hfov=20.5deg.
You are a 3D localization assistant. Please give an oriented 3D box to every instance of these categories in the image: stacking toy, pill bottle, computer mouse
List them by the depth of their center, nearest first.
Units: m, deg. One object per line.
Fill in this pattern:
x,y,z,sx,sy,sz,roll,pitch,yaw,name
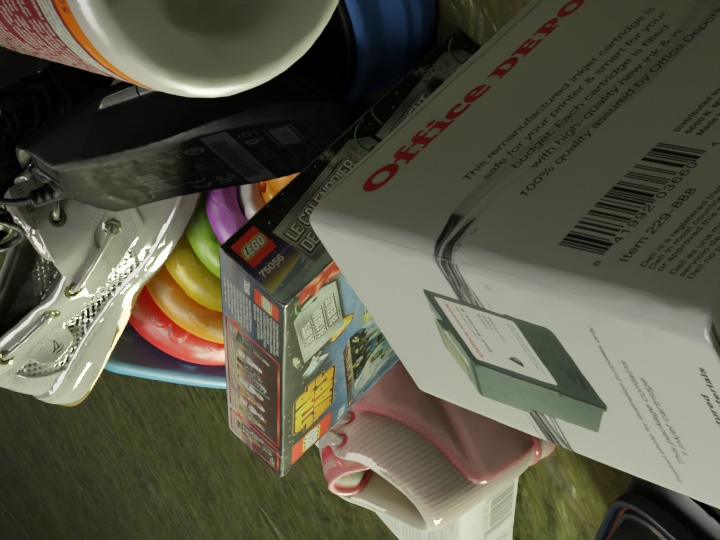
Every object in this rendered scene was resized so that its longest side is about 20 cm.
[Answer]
-0.100,-0.133,0.744,0.200,0.114,0.114,20,146,54,pill bottle
-0.108,-0.062,0.794,0.140,0.199,0.046,32,-134,-65,computer mouse
-0.048,-0.026,0.920,0.200,0.109,0.117,142,131,-58,stacking toy

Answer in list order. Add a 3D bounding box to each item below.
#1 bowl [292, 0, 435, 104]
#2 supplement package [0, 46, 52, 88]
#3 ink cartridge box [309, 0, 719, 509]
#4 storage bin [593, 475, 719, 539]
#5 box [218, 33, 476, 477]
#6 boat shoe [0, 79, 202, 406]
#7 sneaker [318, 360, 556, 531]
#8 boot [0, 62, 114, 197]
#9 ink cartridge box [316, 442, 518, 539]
-0.052,-0.153,0.838,0.201,0.039,0.201,43,160,19,bowl
-0.213,-0.189,0.996,0.200,0.121,0.120,44,160,16,supplement package
0.100,-0.018,0.595,0.200,0.146,0.084,18,146,58,ink cartridge box
0.156,0.216,0.940,0.200,0.134,0.146,43,161,15,storage bin
0.000,0.000,0.863,0.040,0.137,0.200,40,159,15,box
-0.127,-0.024,0.901,0.069,0.201,0.071,11,-153,-34,boat shoe
-0.002,0.049,1.017,0.200,0.105,0.075,45,162,17,sneaker
-0.162,-0.077,0.936,0.069,0.174,0.200,43,139,10,boot
0.011,0.088,1.168,0.200,0.057,0.163,50,163,24,ink cartridge box
